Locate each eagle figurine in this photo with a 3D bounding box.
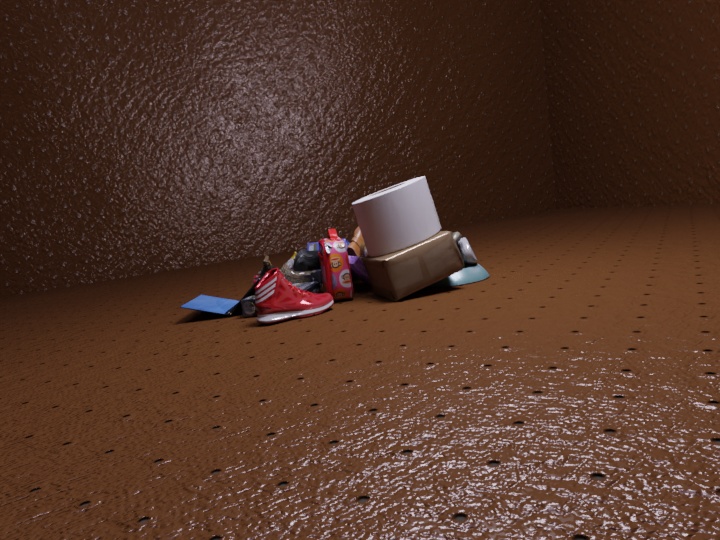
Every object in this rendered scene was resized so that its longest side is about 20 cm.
[{"bbox_3d":[-0.204,0.019,1.694,0.196,0.152,0.154,26,46,-10],"label":"eagle figurine"}]

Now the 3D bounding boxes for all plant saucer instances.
[{"bbox_3d":[0.248,0.007,1.532,0.193,0.037,0.200,-7,7,1],"label":"plant saucer"}]

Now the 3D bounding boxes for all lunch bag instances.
[{"bbox_3d":[-0.068,-0.019,1.506,0.079,0.182,0.200,-8,6,-7],"label":"lunch bag"}]

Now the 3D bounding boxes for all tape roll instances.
[{"bbox_3d":[0.089,-0.137,1.432,0.197,0.143,0.203,-20,9,3],"label":"tape roll"}]

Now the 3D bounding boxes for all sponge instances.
[{"bbox_3d":[0.000,0.000,1.619,0.030,0.111,0.200,-54,15,-6],"label":"sponge"}]

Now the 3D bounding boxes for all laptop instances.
[{"bbox_3d":[-0.353,0.047,1.525,0.201,0.116,0.187,-48,4,6],"label":"laptop"}]

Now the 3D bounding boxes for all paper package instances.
[{"bbox_3d":[0.126,-0.017,1.426,0.196,0.106,0.190,-24,9,-15],"label":"paper package"}]

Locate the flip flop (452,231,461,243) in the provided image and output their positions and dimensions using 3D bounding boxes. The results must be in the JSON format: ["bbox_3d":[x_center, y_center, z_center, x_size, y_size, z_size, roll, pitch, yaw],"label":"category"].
[{"bbox_3d":[0.211,-0.071,1.540,0.057,0.082,0.200,33,-13,-7],"label":"flip flop"}]

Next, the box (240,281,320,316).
[{"bbox_3d":[-0.201,0.071,1.476,0.156,0.051,0.200,-5,7,11],"label":"box"}]

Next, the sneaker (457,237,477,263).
[{"bbox_3d":[0.260,-0.044,1.560,0.087,0.077,0.200,-28,10,2],"label":"sneaker"}]

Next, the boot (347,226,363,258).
[{"bbox_3d":[0.012,-0.039,1.787,0.072,0.204,0.156,-2,35,29],"label":"boot"}]

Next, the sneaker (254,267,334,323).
[{"bbox_3d":[-0.152,0.048,1.312,0.196,0.119,0.077,-13,8,-35],"label":"sneaker"}]

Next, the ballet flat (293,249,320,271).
[{"bbox_3d":[-0.127,-0.022,1.635,0.066,0.057,0.198,44,18,28],"label":"ballet flat"}]

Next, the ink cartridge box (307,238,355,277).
[{"bbox_3d":[-0.085,-0.038,1.803,0.132,0.079,0.200,-6,-20,20],"label":"ink cartridge box"}]

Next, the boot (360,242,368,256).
[{"bbox_3d":[0.108,-0.034,1.653,0.171,0.068,0.200,-19,33,-20],"label":"boot"}]

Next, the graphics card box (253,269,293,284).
[{"bbox_3d":[-0.251,0.032,1.848,0.194,0.053,0.125,-8,6,-9],"label":"graphics card box"}]
